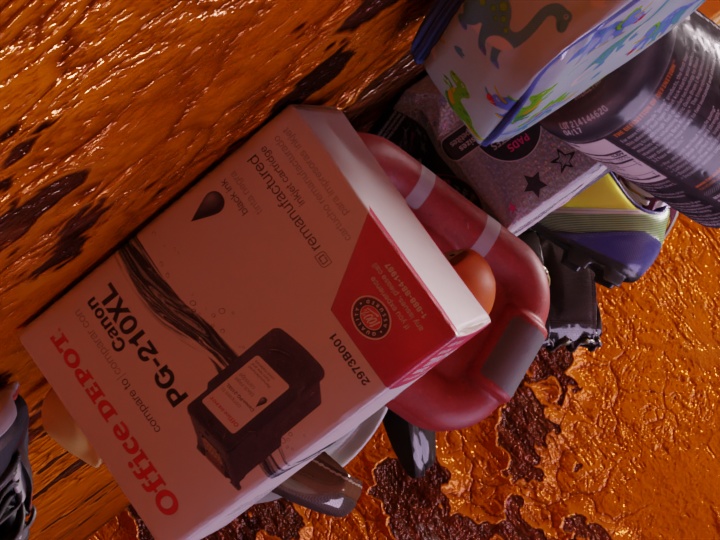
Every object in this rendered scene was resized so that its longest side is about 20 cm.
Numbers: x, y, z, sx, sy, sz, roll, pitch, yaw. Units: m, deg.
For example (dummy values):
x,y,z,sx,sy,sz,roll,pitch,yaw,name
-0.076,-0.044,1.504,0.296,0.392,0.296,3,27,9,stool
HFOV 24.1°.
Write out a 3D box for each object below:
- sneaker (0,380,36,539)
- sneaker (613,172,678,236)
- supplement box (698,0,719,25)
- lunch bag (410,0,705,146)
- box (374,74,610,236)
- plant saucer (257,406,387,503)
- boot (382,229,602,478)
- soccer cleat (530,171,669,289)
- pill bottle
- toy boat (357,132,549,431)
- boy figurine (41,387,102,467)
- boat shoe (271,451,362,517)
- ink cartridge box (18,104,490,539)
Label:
x,y,z,sx,sy,sz,roll,pitch,yaw,name
-0.221,0.128,1.027,0.077,0.082,0.200,-35,176,-21,sneaker
0.224,-0.086,1.306,0.090,0.075,0.201,-18,137,-62,sneaker
0.230,-0.194,1.355,0.126,0.074,0.200,-36,176,-15,supplement box
0.126,-0.154,0.824,0.199,0.083,0.161,-36,177,-14,lunch bag
0.120,-0.104,1.121,0.199,0.115,0.132,-36,176,-20,box
-0.031,0.093,1.161,0.200,0.050,0.201,-35,148,-27,plant saucer
0.105,0.055,1.280,0.173,0.202,0.069,-2,-171,-18,boot
0.131,-0.066,1.216,0.084,0.199,0.065,-58,-176,-5,soccer cleat
0.167,-0.108,0.987,0.199,0.107,0.106,26,128,-36,pill bottle
0.033,0.007,0.972,0.131,0.199,0.131,-58,-160,-10,toy boat
-0.126,0.050,1.123,0.200,0.065,0.124,-40,178,-8,boy figurine
-0.076,0.071,0.993,0.072,0.199,0.076,-55,159,-6,boat shoe
-0.057,0.031,0.887,0.200,0.145,0.084,-38,173,16,ink cartridge box
